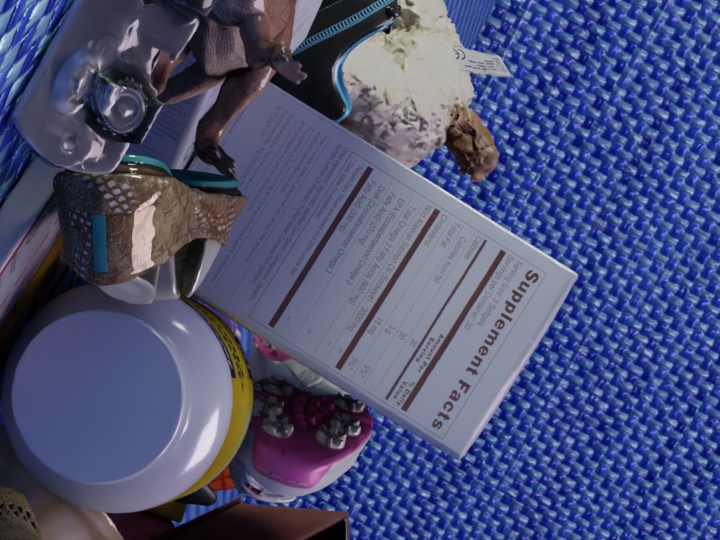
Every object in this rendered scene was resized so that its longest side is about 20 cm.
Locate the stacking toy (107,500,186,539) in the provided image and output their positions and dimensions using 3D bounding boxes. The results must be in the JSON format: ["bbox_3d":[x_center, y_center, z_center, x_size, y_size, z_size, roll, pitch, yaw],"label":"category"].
[{"bbox_3d":[-0.152,0.137,1.624,0.146,0.146,0.200,86,26,-84],"label":"stacking toy"}]

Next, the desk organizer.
[{"bbox_3d":[-0.081,0.188,1.570,0.200,0.077,0.072,-19,109,-63],"label":"desk organizer"}]

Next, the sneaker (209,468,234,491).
[{"bbox_3d":[-0.118,0.119,1.719,0.200,0.073,0.077,-24,-176,15],"label":"sneaker"}]

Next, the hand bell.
[{"bbox_3d":[-0.226,0.186,1.438,0.200,0.104,0.104,-47,172,-20],"label":"hand bell"}]

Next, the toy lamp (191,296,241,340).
[{"bbox_3d":[-0.114,0.046,1.747,0.058,0.058,0.200,-60,-170,-12],"label":"toy lamp"}]

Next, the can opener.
[{"bbox_3d":[-0.086,-0.133,1.151,0.200,0.053,0.067,-61,-151,1],"label":"can opener"}]

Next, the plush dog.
[{"bbox_3d":[-0.014,-0.098,1.791,0.172,0.161,0.200,-29,-162,40],"label":"plush dog"}]

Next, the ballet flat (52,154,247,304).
[{"bbox_3d":[-0.099,-0.017,1.262,0.200,0.070,0.065,1,92,-77],"label":"ballet flat"}]

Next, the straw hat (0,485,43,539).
[{"bbox_3d":[-0.194,0.145,1.319,0.201,0.201,0.085,114,-37,-56],"label":"straw hat"}]

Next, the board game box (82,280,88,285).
[{"bbox_3d":[-0.112,-0.028,1.592,0.151,0.037,0.200,-59,176,-24],"label":"board game box"}]

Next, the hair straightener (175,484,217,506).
[{"bbox_3d":[-0.132,0.085,1.517,0.200,0.041,0.077,53,49,-53],"label":"hair straightener"}]

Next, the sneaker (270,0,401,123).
[{"bbox_3d":[-0.003,-0.180,1.582,0.200,0.082,0.073,-63,175,13],"label":"sneaker"}]

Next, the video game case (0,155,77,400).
[{"bbox_3d":[-0.169,0.018,1.294,0.143,0.017,0.200,-60,176,-25],"label":"video game case"}]

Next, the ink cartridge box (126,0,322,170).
[{"bbox_3d":[-0.045,-0.164,1.422,0.196,0.043,0.200,-53,171,-54],"label":"ink cartridge box"}]

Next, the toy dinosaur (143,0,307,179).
[{"bbox_3d":[-0.052,-0.132,1.273,0.136,0.086,0.200,-65,-176,-29],"label":"toy dinosaur"}]

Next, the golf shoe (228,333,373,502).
[{"bbox_3d":[-0.039,0.098,1.524,0.200,0.075,0.092,-83,-169,-75],"label":"golf shoe"}]

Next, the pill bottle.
[{"bbox_3d":[-0.115,0.062,1.352,0.112,0.112,0.200,-61,177,-1],"label":"pill bottle"}]

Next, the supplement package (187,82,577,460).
[{"bbox_3d":[0.000,0.000,1.453,0.117,0.200,0.117,-58,177,-1],"label":"supplement package"}]
